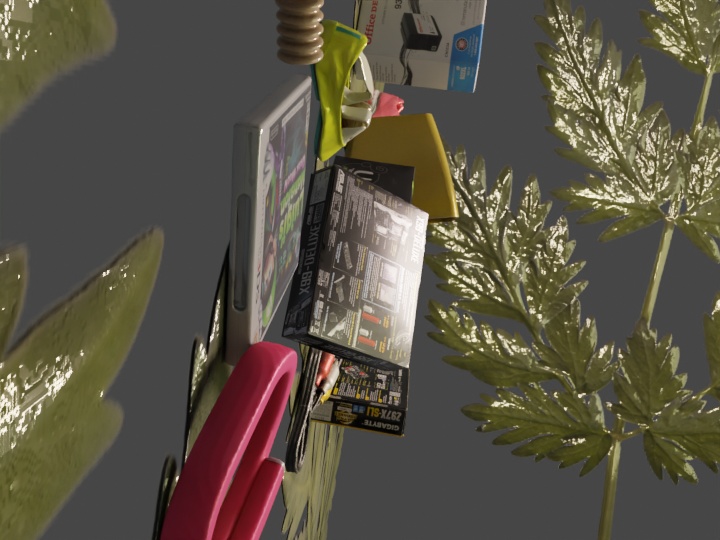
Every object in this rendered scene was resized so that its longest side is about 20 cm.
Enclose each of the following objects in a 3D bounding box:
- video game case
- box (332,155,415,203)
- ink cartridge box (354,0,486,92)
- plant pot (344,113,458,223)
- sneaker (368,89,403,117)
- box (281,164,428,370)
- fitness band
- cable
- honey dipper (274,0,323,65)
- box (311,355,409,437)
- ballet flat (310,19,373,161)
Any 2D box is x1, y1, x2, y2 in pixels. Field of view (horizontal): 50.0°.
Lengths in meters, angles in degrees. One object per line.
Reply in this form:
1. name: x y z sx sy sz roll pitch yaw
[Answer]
1. video game case: -0.071 -0.050 0.627 0.200 0.023 0.184 -75 173 -66
2. box: 0.004 -0.037 1.111 0.149 0.123 0.202 -79 177 -52
3. ink cartridge box: 0.095 -0.379 1.239 0.084 0.197 0.147 80 18 -72
4. plant pot: 0.062 -0.170 1.341 0.200 0.197 0.179 -21 108 -86
5. sneaker: 0.044 -0.287 1.532 0.074 0.086 0.202 92 7 -53
6. box: 0.000 0.000 0.901 0.049 0.157 0.202 -12 -116 47
7. fitness band: -0.086 0.144 0.546 0.201 0.037 0.145 -68 169 -45
8. cable: -0.063 0.181 1.066 0.201 0.050 0.098 -80 175 -52
9. honey dipper: -0.043 -0.249 0.546 0.038 0.037 0.202 -78 173 -54
10. box: -0.002 0.196 1.245 0.200 0.158 0.050 -70 167 -78
11. ballet flat: -0.019 -0.183 0.833 0.201 0.066 0.068 93 6 -60
